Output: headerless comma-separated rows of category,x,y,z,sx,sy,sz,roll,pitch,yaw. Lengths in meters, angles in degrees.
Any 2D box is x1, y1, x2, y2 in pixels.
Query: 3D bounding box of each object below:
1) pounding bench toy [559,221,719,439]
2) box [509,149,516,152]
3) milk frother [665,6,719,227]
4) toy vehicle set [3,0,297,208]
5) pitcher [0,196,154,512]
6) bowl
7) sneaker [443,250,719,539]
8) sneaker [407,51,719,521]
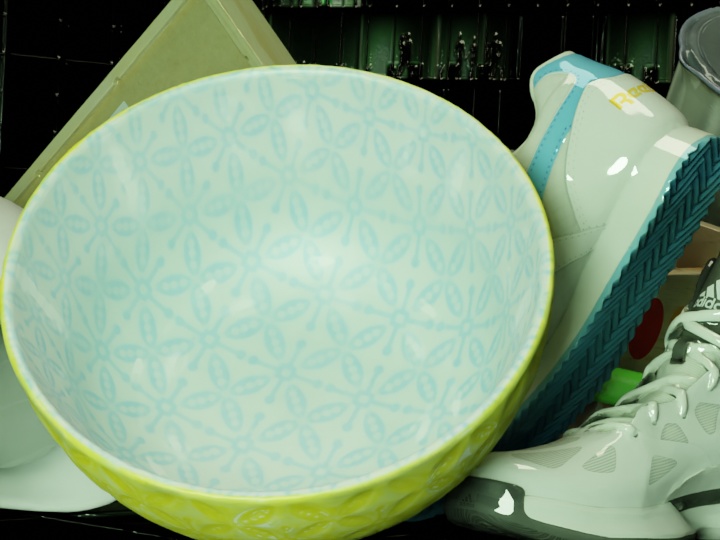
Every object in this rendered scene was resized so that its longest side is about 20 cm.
pounding bench toy,0.093,0.037,1.221,0.199,0.125,0.156,21,11,32
box,0.000,0.000,1.454,0.199,0.123,0.106,15,43,31
milk frother,0.184,-0.043,1.410,0.180,0.189,0.200,-7,38,-34
toy vehicle set,-0.093,-0.023,1.298,0.200,0.124,0.026,-46,-26,28
pitcher,-0.138,0.043,1.175,0.171,0.122,0.200,25,1,-30
bowl,-0.026,0.032,1.059,0.199,0.201,0.108,3,-37,9
sneaker,0.113,0.048,1.107,0.200,0.116,0.076,2,2,-41
sneaker,0.061,0.010,1.119,0.081,0.200,0.076,39,20,21
